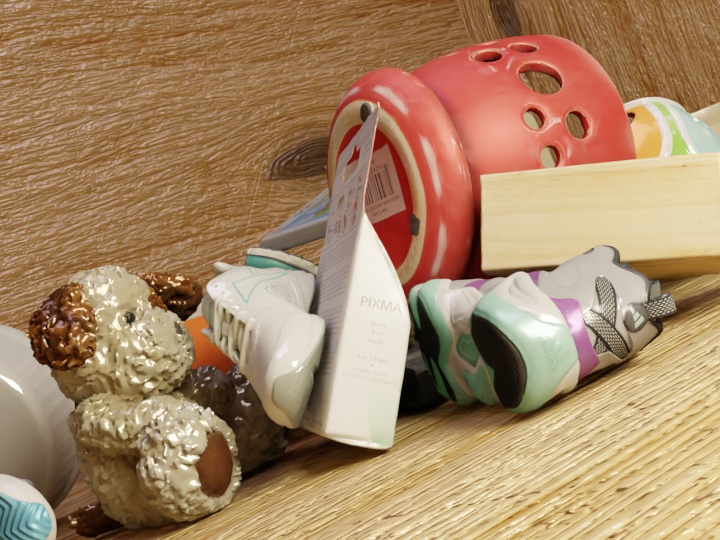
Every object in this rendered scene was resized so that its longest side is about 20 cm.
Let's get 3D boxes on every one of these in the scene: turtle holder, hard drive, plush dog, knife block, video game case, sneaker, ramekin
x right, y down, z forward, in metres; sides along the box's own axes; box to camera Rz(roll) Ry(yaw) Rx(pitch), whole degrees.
[{"bbox_3d":[0.263,-0.067,0.825,0.182,0.135,0.141,1,-18,-20],"label":"turtle holder"},{"bbox_3d":[0.082,0.065,0.770,0.198,0.033,0.139,-21,-1,-34],"label":"hard drive"},{"bbox_3d":[-0.155,0.080,0.675,0.158,0.175,0.200,-21,0,15],"label":"plush dog"},{"bbox_3d":[0.195,-0.035,0.609,0.196,0.065,0.175,5,-11,-24],"label":"knife block"},{"bbox_3d":[0.008,-0.088,1.056,0.198,0.022,0.182,-15,21,46],"label":"video game case"},{"bbox_3d":[-0.053,0.048,1.065,0.077,0.200,0.080,2,53,52],"label":"sneaker"},{"bbox_3d":[-0.068,0.044,0.646,0.079,0.072,0.200,15,12,-12],"label":"sneaker"},{"bbox_3d":[0.116,0.029,0.595,0.137,0.079,0.200,-19,10,-14],"label":"sneaker"},{"bbox_3d":[-0.349,0.154,0.869,0.197,0.204,0.098,-21,6,-2],"label":"ramekin"},{"bbox_3d":[-0.263,0.179,0.708,0.080,0.078,0.198,-17,-2,-44],"label":"sneaker"}]

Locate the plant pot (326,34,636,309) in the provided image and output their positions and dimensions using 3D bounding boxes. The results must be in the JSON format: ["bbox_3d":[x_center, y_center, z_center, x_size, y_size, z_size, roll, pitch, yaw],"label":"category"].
[{"bbox_3d":[0.083,-0.069,0.761,0.180,0.204,0.200,-16,-3,-28],"label":"plant pot"}]

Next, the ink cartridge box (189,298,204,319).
[{"bbox_3d":[-0.136,0.096,1.075,0.083,0.147,0.198,-21,0,42],"label":"ink cartridge box"}]

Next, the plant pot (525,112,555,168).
[{"bbox_3d":[0.106,-0.016,1.040,0.198,0.203,0.176,-22,9,42],"label":"plant pot"}]

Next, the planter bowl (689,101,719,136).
[{"bbox_3d":[0.378,-0.103,1.109,0.197,0.137,0.200,-21,-1,-1],"label":"planter bowl"}]

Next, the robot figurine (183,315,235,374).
[{"bbox_3d":[-0.122,0.094,0.858,0.197,0.147,0.116,-19,-6,33],"label":"robot figurine"}]

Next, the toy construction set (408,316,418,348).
[{"bbox_3d":[-0.013,0.056,0.966,0.198,0.132,0.093,-11,37,44],"label":"toy construction set"}]

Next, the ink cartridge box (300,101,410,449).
[{"bbox_3d":[0.000,0.010,0.655,0.049,0.204,0.161,13,-8,-9],"label":"ink cartridge box"}]
